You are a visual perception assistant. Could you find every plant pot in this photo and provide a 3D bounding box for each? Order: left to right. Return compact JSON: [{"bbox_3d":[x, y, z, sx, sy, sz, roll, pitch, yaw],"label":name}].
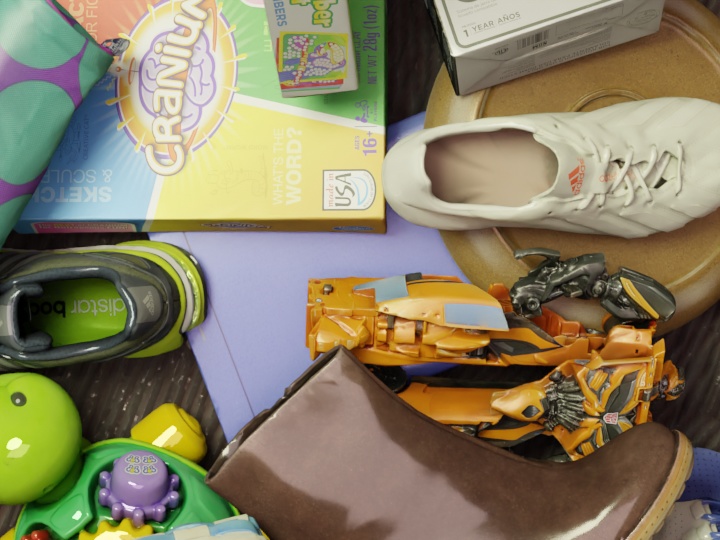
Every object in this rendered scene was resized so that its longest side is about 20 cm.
[{"bbox_3d":[0.132,-0.062,0.980,0.198,0.027,0.203,1,87,-10],"label":"plant pot"}]

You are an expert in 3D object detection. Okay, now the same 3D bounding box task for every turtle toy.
[{"bbox_3d":[-0.134,0.138,0.964,0.145,0.101,0.200,-40,91,1],"label":"turtle toy"}]

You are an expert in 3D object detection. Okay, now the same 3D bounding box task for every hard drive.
[{"bbox_3d":[0.000,0.000,0.999,0.198,0.025,0.133,-22,91,1],"label":"hard drive"}]

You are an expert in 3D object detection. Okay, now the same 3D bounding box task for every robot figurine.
[{"bbox_3d":[0.069,0.059,0.953,0.198,0.058,0.146,2,122,-1],"label":"robot figurine"}]

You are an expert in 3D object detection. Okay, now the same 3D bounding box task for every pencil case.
[{"bbox_3d":[-0.200,-0.050,0.912,0.085,0.092,0.201,32,90,-19],"label":"pencil case"}]

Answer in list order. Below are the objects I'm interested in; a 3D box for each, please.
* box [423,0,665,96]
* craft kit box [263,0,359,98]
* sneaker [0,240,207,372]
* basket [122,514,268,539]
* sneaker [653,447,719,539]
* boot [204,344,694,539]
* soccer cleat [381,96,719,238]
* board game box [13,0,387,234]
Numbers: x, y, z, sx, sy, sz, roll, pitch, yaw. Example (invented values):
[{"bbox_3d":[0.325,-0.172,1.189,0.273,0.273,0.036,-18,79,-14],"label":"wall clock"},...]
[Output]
[{"bbox_3d":[0.071,-0.205,0.953,0.116,0.060,0.202,-19,75,0],"label":"box"},{"bbox_3d":[-0.036,-0.220,0.874,0.048,0.201,0.199,-9,59,0],"label":"craft kit box"},{"bbox_3d":[-0.184,0.020,0.966,0.198,0.081,0.075,-9,90,12],"label":"sneaker"},{"bbox_3d":[-0.063,0.215,0.834,0.137,0.201,0.178,-9,122,-7],"label":"basket"},{"bbox_3d":[0.191,0.158,0.912,0.080,0.200,0.116,19,133,-6],"label":"sneaker"},{"bbox_3d":[0.044,0.099,0.905,0.200,0.072,0.167,-39,102,8],"label":"boot"},{"bbox_3d":[0.110,-0.050,0.923,0.198,0.078,0.070,-5,88,-10],"label":"soccer cleat"},{"bbox_3d":[-0.084,-0.097,0.974,0.198,0.040,0.155,-1,81,3],"label":"board game box"}]
